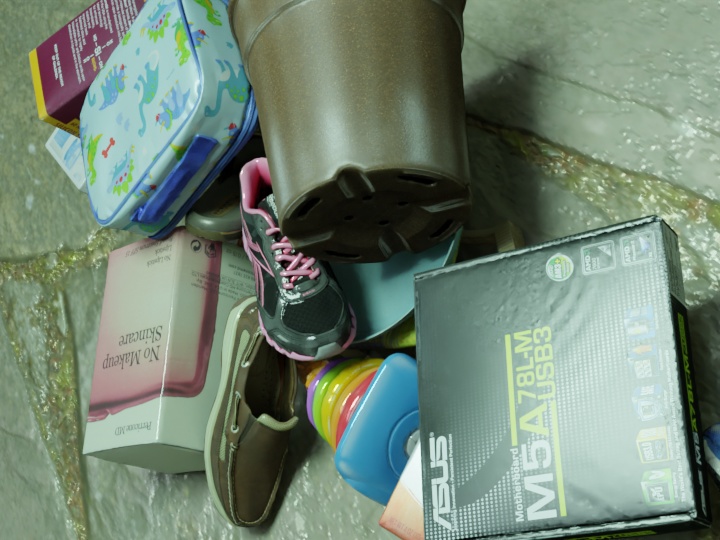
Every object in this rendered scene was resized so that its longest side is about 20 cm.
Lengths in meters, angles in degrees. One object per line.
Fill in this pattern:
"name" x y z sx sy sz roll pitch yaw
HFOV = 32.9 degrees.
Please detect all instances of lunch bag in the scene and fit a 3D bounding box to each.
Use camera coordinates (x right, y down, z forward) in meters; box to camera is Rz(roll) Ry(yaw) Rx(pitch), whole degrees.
"lunch bag" -0.172 -0.135 1.079 0.200 0.082 0.162 -46 48 34

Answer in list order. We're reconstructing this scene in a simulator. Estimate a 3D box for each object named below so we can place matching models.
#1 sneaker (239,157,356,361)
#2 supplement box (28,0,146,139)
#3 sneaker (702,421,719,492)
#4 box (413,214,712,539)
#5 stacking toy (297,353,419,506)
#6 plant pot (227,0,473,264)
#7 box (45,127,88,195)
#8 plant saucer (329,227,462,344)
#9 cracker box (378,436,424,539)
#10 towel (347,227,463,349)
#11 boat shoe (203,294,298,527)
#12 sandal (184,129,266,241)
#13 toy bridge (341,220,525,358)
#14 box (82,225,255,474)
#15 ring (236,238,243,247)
"sneaker" -0.061 -0.015 0.999 0.078 0.096 0.201 -18 48 -9
"supplement box" -0.213 -0.210 1.193 0.198 0.110 0.087 -30 61 23
"sneaker" 0.300 0.141 0.750 0.199 0.079 0.090 27 73 43
"box" 0.129 0.081 0.825 0.191 0.047 0.203 -12 67 28
"stacking toy" -0.004 0.110 1.014 0.199 0.115 0.111 25 86 56
"plant pot" 0.000 -0.126 0.955 0.198 0.199 0.201 -23 61 31
"box" -0.236 -0.174 1.337 0.201 0.101 0.112 -55 46 7
"plant saucer" 0.013 -0.028 1.036 0.198 0.027 0.203 -23 53 34
"cracker box" 0.117 0.129 0.890 0.133 0.058 0.202 25 88 26
"towel" 0.000 0.000 1.068 0.198 0.023 0.146 0 67 45
"boat shoe" -0.089 0.128 1.048 0.074 0.074 0.206 16 106 57
"sandal" -0.104 -0.096 1.145 0.081 0.055 0.200 12 35 22
"toy bridge" 0.052 0.008 1.050 0.198 0.027 0.068 -30 51 28
"box" -0.172 0.078 1.143 0.127 0.108 0.203 -16 63 44
"ring" -0.057 -0.018 1.165 0.198 0.019 0.204 -19 58 34
